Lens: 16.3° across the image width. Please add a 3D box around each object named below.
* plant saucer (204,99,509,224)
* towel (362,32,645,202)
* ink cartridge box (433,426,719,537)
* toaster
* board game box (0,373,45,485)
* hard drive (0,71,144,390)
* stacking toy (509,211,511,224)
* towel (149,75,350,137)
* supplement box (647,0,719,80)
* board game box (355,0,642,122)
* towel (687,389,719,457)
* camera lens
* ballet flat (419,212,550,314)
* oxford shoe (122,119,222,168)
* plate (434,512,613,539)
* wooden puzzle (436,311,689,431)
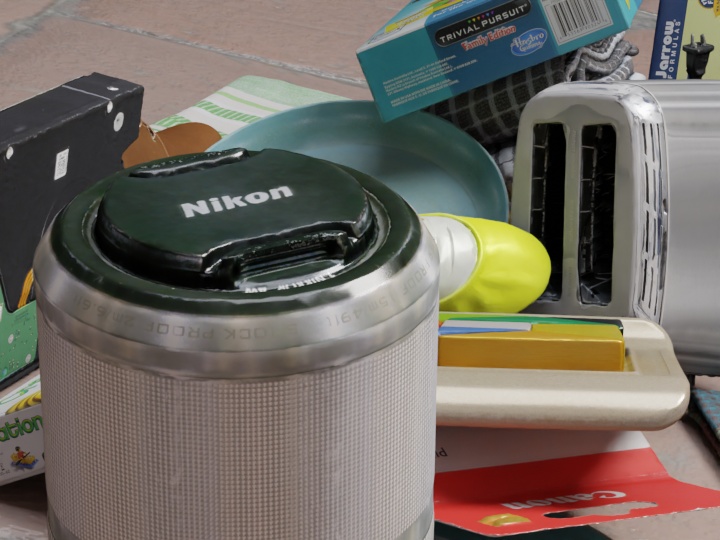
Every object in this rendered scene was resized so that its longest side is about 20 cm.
[{"bbox_3d":[-0.015,-0.021,1.423,0.200,0.027,0.200,-4,45,4],"label":"plant saucer"},{"bbox_3d":[0.084,-0.095,1.566,0.165,0.086,0.200,-22,9,21],"label":"towel"},{"bbox_3d":[0.065,0.081,1.189,0.161,0.050,0.200,-4,5,-33],"label":"ink cartridge box"},{"bbox_3d":[0.158,-0.033,1.384,0.113,0.201,0.129,6,5,44],"label":"toaster"},{"bbox_3d":[-0.095,0.045,1.224,0.126,0.035,0.200,-19,8,26],"label":"board game box"},{"bbox_3d":[-0.177,-0.013,1.275,0.038,0.140,0.200,16,22,18],"label":"hard drive"},{"bbox_3d":[0.105,-0.006,1.488,0.200,0.086,0.085,-15,31,-34],"label":"stacking toy"},{"bbox_3d":[-0.053,-0.093,1.706,0.152,0.023,0.200,15,21,17],"label":"towel"},{"bbox_3d":[0.315,-0.117,1.633,0.199,0.135,0.200,6,-6,29],"label":"supplement box"},{"bbox_3d":[0.090,-0.153,1.488,0.151,0.047,0.200,-20,10,15],"label":"board game box"},{"bbox_3d":[0.288,0.105,1.340,0.199,0.022,0.147,4,21,-12],"label":"towel"},{"bbox_3d":[-0.049,0.062,1.016,0.160,0.200,0.160,0,27,0],"label":"camera lens"},{"bbox_3d":[0.000,0.000,1.331,0.199,0.067,0.067,-3,-22,7],"label":"ballet flat"},{"bbox_3d":[-0.139,-0.067,1.529,0.071,0.071,0.200,18,23,24],"label":"oxford shoe"},{"bbox_3d":[0.061,0.141,1.137,0.200,0.026,0.200,9,21,-3],"label":"plate"},{"bbox_3d":[0.063,0.039,1.213,0.184,0.037,0.200,2,8,4],"label":"wooden puzzle"}]
